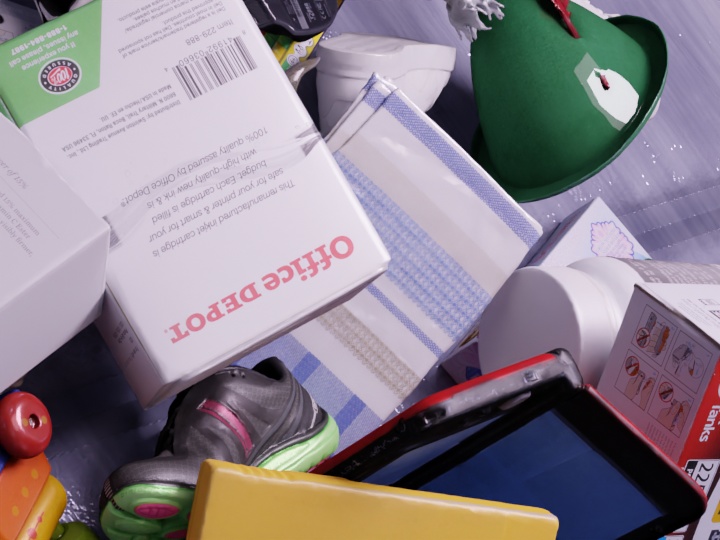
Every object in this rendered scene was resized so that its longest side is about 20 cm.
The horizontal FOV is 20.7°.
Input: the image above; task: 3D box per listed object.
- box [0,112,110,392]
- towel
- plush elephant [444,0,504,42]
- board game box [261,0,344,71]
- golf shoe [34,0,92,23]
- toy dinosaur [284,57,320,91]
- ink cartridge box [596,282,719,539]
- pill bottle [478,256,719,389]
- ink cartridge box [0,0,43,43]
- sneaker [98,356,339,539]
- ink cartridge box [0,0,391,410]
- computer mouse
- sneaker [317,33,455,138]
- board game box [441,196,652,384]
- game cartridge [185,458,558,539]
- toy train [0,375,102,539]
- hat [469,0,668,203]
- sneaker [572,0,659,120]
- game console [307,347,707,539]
[{"bbox_3d":[-0.236,0.015,0.948,0.200,0.098,0.124,-38,74,-26],"label":"box"},{"bbox_3d":[0.000,0.000,1.192,0.147,0.024,0.200,42,84,-11],"label":"towel"},{"bbox_3d":[0.034,-0.267,1.294,0.200,0.164,0.156,38,46,-41],"label":"plush elephant"},{"bbox_3d":[-0.086,-0.218,1.312,0.165,0.057,0.200,41,45,-15],"label":"board game box"},{"bbox_3d":[-0.147,-0.136,1.179,0.200,0.078,0.094,54,28,-3],"label":"golf shoe"},{"bbox_3d":[-0.084,-0.038,1.145,0.102,0.077,0.200,45,69,-4],"label":"toy dinosaur"},{"bbox_3d":[0.220,0.114,1.199,0.175,0.201,0.084,0,27,-37],"label":"ink cartridge box"},{"bbox_3d":[0.180,0.049,1.266,0.199,0.114,0.114,4,62,-38],"label":"pill bottle"},{"bbox_3d":[-0.236,-0.089,1.129,0.161,0.050,0.201,16,37,-32],"label":"ink cartridge box"},{"bbox_3d":[-0.088,0.098,1.092,0.084,0.077,0.200,60,27,4],"label":"sneaker"},{"bbox_3d":[-0.099,-0.047,1.057,0.145,0.084,0.201,-28,84,-20],"label":"ink cartridge box"},{"bbox_3d":[-0.083,-0.163,1.201,0.199,0.034,0.059,-9,74,-53],"label":"computer mouse"},{"bbox_3d":[0.011,-0.096,1.308,0.200,0.073,0.116,-28,125,-69],"label":"sneaker"},{"bbox_3d":[0.175,0.078,1.355,0.200,0.041,0.200,48,44,-5],"label":"board game box"},{"bbox_3d":[-0.005,0.199,1.037,0.199,0.032,0.177,11,92,-19],"label":"game cartridge"},{"bbox_3d":[-0.172,0.117,1.023,0.116,0.084,0.200,53,34,-24],"label":"toy train"},{"bbox_3d":[0.095,-0.172,1.331,0.176,0.165,0.201,47,26,-30],"label":"hat"},{"bbox_3d":[0.155,-0.188,1.492,0.115,0.073,0.201,-27,91,-48],"label":"sneaker"},{"bbox_3d":[0.059,0.139,1.105,0.172,0.200,0.119,-16,75,-44],"label":"game console"}]
